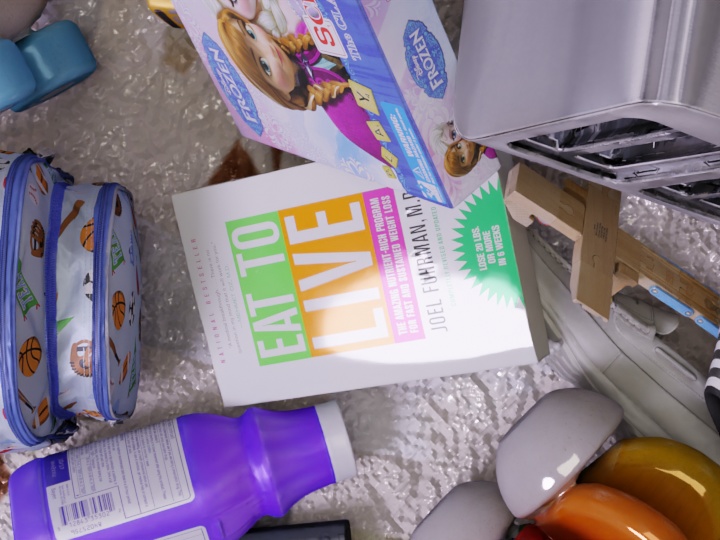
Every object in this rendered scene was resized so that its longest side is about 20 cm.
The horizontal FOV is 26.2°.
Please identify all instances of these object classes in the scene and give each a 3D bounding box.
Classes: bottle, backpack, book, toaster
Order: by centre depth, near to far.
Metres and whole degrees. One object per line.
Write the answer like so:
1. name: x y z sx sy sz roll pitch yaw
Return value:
1. toaster: 0.166 -0.099 0.715 0.180 0.200 0.120 15 80 -29
2. backpack: -0.199 0.019 0.862 0.153 0.190 0.202 -6 87 6
3. book: 0.000 0.000 0.886 0.199 0.048 0.135 -11 93 24
4. bottle: -0.102 0.126 0.903 0.199 0.084 0.066 -17 131 -6

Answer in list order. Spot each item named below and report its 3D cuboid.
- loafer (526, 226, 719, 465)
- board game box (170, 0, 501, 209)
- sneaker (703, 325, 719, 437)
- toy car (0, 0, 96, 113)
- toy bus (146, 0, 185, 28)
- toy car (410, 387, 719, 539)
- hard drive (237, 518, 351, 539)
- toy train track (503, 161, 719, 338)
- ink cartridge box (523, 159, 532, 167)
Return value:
1. loafer: 0.152 0.045 0.889 0.070 0.070 0.200 -41 87 -11
2. board game box: -0.037 -0.140 0.799 0.041 0.199 0.201 -41 125 -20
3. sneaker: 0.264 0.082 0.845 0.200 0.076 0.116 27 89 -21
4. toy car: -0.293 -0.147 0.897 0.199 0.177 0.185 -26 98 18
5. toy bus: -0.082 -0.247 0.918 0.078 0.065 0.202 5 89 5
6. toy car: 0.113 0.180 0.827 0.175 0.150 0.200 43 124 4
7. hard drive: -0.098 0.230 0.926 0.198 0.033 0.141 -6 88 6
8. toy train track: 0.155 0.008 0.849 0.199 0.115 0.033 31 135 -17
9. ink cartridge box: 0.096 -0.165 0.871 0.067 0.116 0.201 -16 88 5
